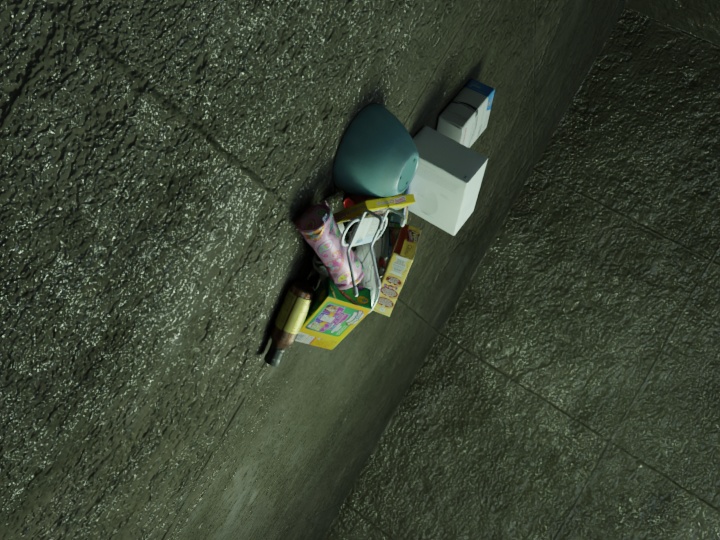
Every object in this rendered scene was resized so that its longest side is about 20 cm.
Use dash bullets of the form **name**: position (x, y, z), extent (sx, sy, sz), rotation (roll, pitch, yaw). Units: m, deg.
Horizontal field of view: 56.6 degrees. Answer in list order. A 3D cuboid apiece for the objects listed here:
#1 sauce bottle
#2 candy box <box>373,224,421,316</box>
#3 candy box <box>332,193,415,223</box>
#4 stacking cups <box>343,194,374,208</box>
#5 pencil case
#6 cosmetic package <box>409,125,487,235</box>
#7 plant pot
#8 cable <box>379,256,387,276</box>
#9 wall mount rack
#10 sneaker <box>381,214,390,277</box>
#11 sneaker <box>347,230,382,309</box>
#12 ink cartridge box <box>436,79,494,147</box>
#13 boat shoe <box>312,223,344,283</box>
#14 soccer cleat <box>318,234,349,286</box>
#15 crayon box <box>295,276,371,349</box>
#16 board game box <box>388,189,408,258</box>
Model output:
- **sauce bottle**: position (-0.168, 0.125, 1.539), extent (0.203, 0.065, 0.066), rotation (-63, 162, 15)
- **candy box**: position (0.086, 0.001, 1.635), extent (0.118, 0.055, 0.203), rotation (-69, 178, -48)
- **candy box**: position (0.033, -0.140, 1.506), extent (0.101, 0.027, 0.198), rotation (-21, 177, 38)
- **stacking cups**: position (0.028, -0.197, 1.608), extent (0.199, 0.060, 0.061), rotation (-37, 152, -40)
- **pencil case**: position (-0.061, -0.051, 1.424), extent (0.088, 0.086, 0.202), rotation (-51, 134, -23)
- **cosmetic package**: position (0.213, -0.241, 1.791), extent (0.123, 0.197, 0.202), rotation (-48, 159, -31)
- **plant pot**: position (0.050, -0.241, 1.457), extent (0.201, 0.133, 0.202), rotation (-50, 159, -27)
- **cable**: position (0.018, 0.014, 1.676), extent (0.200, 0.050, 0.099), rotation (-46, 160, -59)
- **wall mount rack**: position (0.022, -0.046, 1.432), extent (0.199, 0.074, 0.177), rotation (-15, 131, -61)
- **sneaker**: position (0.050, -0.078, 1.821), extent (0.070, 0.091, 0.205), rotation (33, 60, -63)
- **sneaker**: position (0.000, 0.000, 1.598), extent (0.075, 0.097, 0.206), rotation (-178, -91, -70)
- **ink cartridge box**: position (0.296, -0.426, 1.919), extent (0.201, 0.083, 0.146), rotation (-50, 159, -31)
- **boat shoe**: position (-0.080, -0.026, 1.530), extent (0.065, 0.073, 0.205), rotation (-24, 124, -40)
- **soccer cleat**: position (-0.046, -0.015, 1.661), extent (0.203, 0.064, 0.084), rotation (-60, -172, -11)
- **crayon box**: position (-0.072, 0.105, 1.571), extent (0.200, 0.117, 0.059), rotation (-48, -144, 42)
- **board game box**: position (0.102, -0.149, 1.727), extent (0.137, 0.034, 0.203), rotation (88, 10, -49)
